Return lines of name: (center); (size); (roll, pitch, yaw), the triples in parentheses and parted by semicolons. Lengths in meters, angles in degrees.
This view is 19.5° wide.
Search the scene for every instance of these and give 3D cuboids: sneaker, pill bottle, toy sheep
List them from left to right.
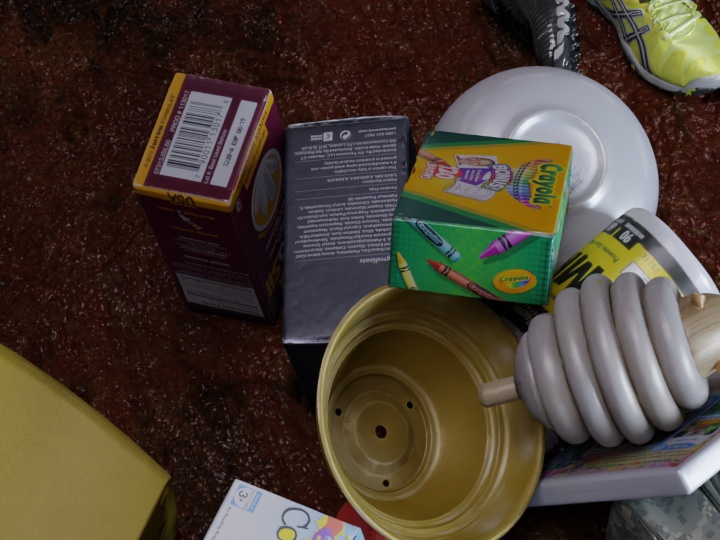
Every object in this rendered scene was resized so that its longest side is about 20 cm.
sneaker: (0.143, -0.238, 1.845); (0.090, 0.067, 0.201); (-10, 56, 7)
pill bottle: (0.175, 0.054, 1.641); (0.200, 0.114, 0.114); (-40, 62, -5)
toy sheep: (0.180, 0.065, 1.507); (0.199, 0.138, 0.139); (-22, 58, 14)
sneaker: (0.247, -0.230, 1.813); (0.075, 0.077, 0.200); (-35, 62, -12)

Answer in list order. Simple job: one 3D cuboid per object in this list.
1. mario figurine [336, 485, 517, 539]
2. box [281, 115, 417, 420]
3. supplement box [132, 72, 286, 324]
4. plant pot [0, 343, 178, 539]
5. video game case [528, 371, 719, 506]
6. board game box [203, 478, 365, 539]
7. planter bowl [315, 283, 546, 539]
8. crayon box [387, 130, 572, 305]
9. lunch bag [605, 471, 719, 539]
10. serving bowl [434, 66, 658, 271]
mario figurine: (0.075, 0.224, 1.607); (0.198, 0.107, 0.124); (19, 31, 8)
box: (0.000, 0.000, 1.688); (0.103, 0.148, 0.202); (-4, 60, 8)
supplement box: (-0.109, -0.055, 1.707); (0.085, 0.200, 0.111); (11, 63, 15)
plant pot: (-0.246, 0.201, 1.604); (0.175, 0.200, 0.201); (22, 66, 9)
video game case: (0.234, 0.116, 1.545); (0.181, 0.200, 0.024); (-33, 99, -30)
board game box: (-0.050, 0.251, 1.527); (0.102, 0.200, 0.105); (19, 65, 19)
planter bowl: (0.033, 0.114, 1.543); (0.199, 0.083, 0.202); (10, 72, -31)
crayon box: (0.093, -0.043, 1.575); (0.118, 0.059, 0.200); (7, 23, 7)
lunch bag: (0.294, 0.215, 1.527); (0.167, 0.140, 0.200); (-26, 58, -17)
serving bowl: (0.154, -0.080, 1.716); (0.198, 0.066, 0.202); (2, 74, -8)
